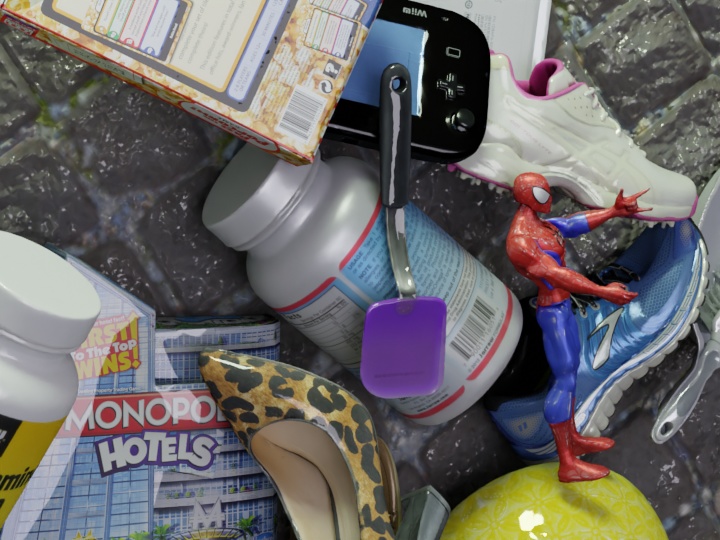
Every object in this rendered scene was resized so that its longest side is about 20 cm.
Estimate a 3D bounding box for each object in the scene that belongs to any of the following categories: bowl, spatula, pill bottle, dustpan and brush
[{"bbox_3d":[0.135,0.239,1.333,0.199,0.108,0.202,-9,117,-17],"label":"bowl"},{"bbox_3d":[0.023,-0.023,1.206,0.056,0.021,0.202,-5,95,-22],"label":"spatula"},{"bbox_3d":[-0.231,0.082,1.148,0.112,0.113,0.201,24,109,-24],"label":"pill bottle"},{"bbox_3d":[0.000,0.000,1.269,0.200,0.109,0.109,41,81,-22],"label":"pill bottle"},{"bbox_3d":[0.253,0.037,1.409,0.140,0.057,0.200,44,80,-22],"label":"dustpan and brush"}]

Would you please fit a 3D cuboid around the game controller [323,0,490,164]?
[{"bbox_3d":[-0.016,-0.129,1.231,0.198,0.042,0.105,12,71,-14],"label":"game controller"}]

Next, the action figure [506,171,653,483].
[{"bbox_3d":[0.150,0.027,1.278,0.098,0.065,0.201,-13,108,14],"label":"action figure"}]

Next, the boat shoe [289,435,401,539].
[{"bbox_3d":[-0.007,0.198,1.321,0.071,0.065,0.202,7,101,12],"label":"boat shoe"}]

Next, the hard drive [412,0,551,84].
[{"bbox_3d":[0.028,-0.158,1.305,0.199,0.025,0.133,5,96,-24],"label":"hard drive"}]

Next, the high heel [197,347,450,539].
[{"bbox_3d":[-0.033,0.142,1.195,0.200,0.071,0.143,39,42,-16],"label":"high heel"}]

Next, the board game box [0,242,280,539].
[{"bbox_3d":[-0.139,0.084,1.248,0.198,0.062,0.202,-2,99,-23],"label":"board game box"}]

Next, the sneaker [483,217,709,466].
[{"bbox_3d":[0.157,0.036,1.359,0.089,0.078,0.200,41,81,-25],"label":"sneaker"}]

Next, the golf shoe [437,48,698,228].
[{"bbox_3d":[0.144,-0.084,1.313,0.199,0.075,0.092,13,98,-28],"label":"golf shoe"}]

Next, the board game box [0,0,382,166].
[{"bbox_3d":[-0.089,-0.171,1.160,0.199,0.046,0.152,26,84,-13],"label":"board game box"}]
